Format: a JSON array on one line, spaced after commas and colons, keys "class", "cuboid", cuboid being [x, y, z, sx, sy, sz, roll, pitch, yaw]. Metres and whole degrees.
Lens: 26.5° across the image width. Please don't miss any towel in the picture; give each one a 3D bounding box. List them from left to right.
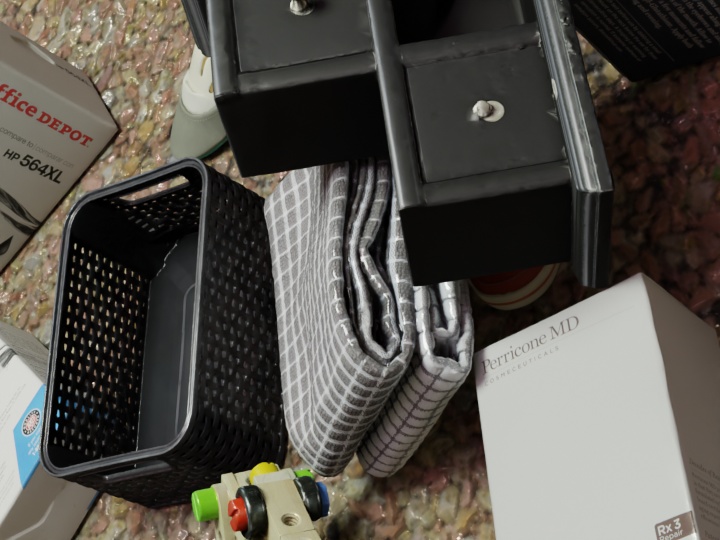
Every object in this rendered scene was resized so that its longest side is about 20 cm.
[{"class": "towel", "cuboid": [0.000, 0.000, 0.876, 0.166, 0.085, 0.202, 112, 156, -60]}]

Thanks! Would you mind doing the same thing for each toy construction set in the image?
[{"class": "toy construction set", "cuboid": [-0.035, 0.186, 0.856, 0.200, 0.092, 0.132, 42, 138, 40]}]

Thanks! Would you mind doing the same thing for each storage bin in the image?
[{"class": "storage bin", "cuboid": [-0.126, 0.043, 1.013, 0.134, 0.094, 0.202, -16, 60, 34]}]

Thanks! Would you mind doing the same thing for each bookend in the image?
[{"class": "bookend", "cuboid": [0.010, -0.084, 0.769, 0.198, 0.092, 0.200, -9, 60, 3]}]

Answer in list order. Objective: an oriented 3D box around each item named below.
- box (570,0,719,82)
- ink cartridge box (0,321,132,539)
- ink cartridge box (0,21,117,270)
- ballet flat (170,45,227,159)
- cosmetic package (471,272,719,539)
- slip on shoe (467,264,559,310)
[{"class": "box", "cuboid": [0.211, -0.216, 0.846, 0.199, 0.107, 0.150, -15, 61, 33]}, {"class": "ink cartridge box", "cuboid": [-0.264, 0.110, 1.111, 0.200, 0.068, 0.117, 36, 95, 43]}, {"class": "ink cartridge box", "cuboid": [-0.309, -0.087, 1.184, 0.200, 0.146, 0.084, -48, 49, 13]}, {"class": "ballet flat", "cuboid": [-0.082, -0.161, 1.089, 0.200, 0.064, 0.068, -42, 50, 17]}, {"class": "cosmetic package", "cuboid": [0.128, 0.117, 0.741, 0.112, 0.081, 0.201, -30, 50, 29]}, {"class": "slip on shoe", "cuboid": [0.076, -0.070, 0.922, 0.074, 0.061, 0.202, -20, 60, 29]}]
